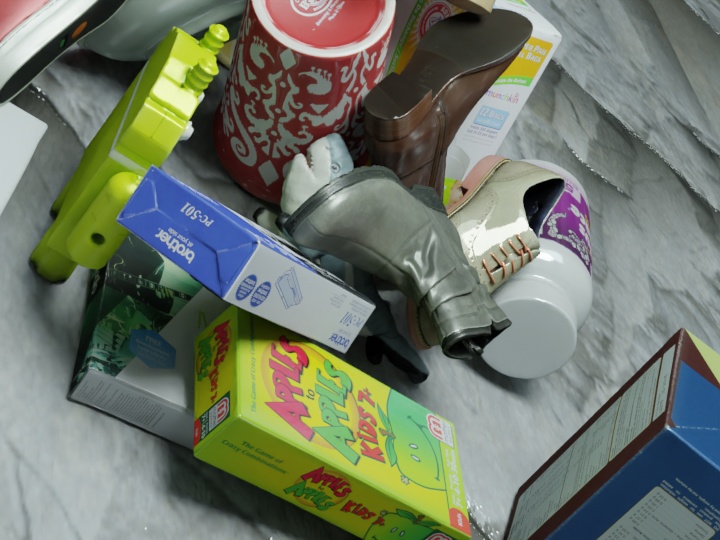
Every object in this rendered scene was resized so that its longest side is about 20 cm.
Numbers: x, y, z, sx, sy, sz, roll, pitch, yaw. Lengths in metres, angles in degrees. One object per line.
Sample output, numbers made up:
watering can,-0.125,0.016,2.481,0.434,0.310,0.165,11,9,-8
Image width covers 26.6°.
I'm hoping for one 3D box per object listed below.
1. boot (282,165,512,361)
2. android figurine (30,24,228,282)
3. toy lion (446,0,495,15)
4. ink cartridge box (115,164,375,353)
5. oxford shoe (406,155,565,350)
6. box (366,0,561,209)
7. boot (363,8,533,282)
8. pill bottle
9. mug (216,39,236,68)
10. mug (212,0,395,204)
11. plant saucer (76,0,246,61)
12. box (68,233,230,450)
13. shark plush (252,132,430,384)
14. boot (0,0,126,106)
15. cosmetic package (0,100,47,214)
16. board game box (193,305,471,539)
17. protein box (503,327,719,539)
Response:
boot,0.038,0.000,1.069,0.200,0.068,0.131,3,51,-60
android figurine,-0.151,-0.082,1.016,0.041,0.200,0.182,33,30,-17
toy lion,0.010,-0.266,1.173,0.191,0.069,0.200,21,1,30
ink cartridge box,-0.068,-0.002,0.991,0.094,0.044,0.200,35,2,25
oxford shoe,0.098,-0.018,1.201,0.201,0.073,0.071,-60,141,-32
box,0.063,-0.152,1.311,0.112,0.201,0.101,10,29,-39
boot,0.064,-0.095,1.232,0.186,0.201,0.064,-36,55,-28
pill bottle,0.144,-0.001,1.307,0.112,0.112,0.200,31,33,-14
mug,-0.088,-0.281,1.388,0.186,0.149,0.153,38,23,-16
mug,-0.043,-0.174,1.192,0.133,0.200,0.179,3,64,-8
plant saucer,-0.129,-0.207,1.215,0.200,0.200,0.050,-24,89,-55
box,-0.120,0.036,1.059,0.144,0.036,0.201,27,34,-22
shark plush,0.000,0.000,1.160,0.201,0.083,0.091,57,-11,-1
boot,-0.232,-0.221,1.038,0.144,0.072,0.200,44,57,0
cosmetic package,-0.278,-0.045,0.960,0.101,0.074,0.200,31,31,-13
board game box,-0.018,0.111,1.007,0.200,0.048,0.102,32,33,-30
protein box,0.233,0.193,1.078,0.198,0.200,0.135,37,32,-4
